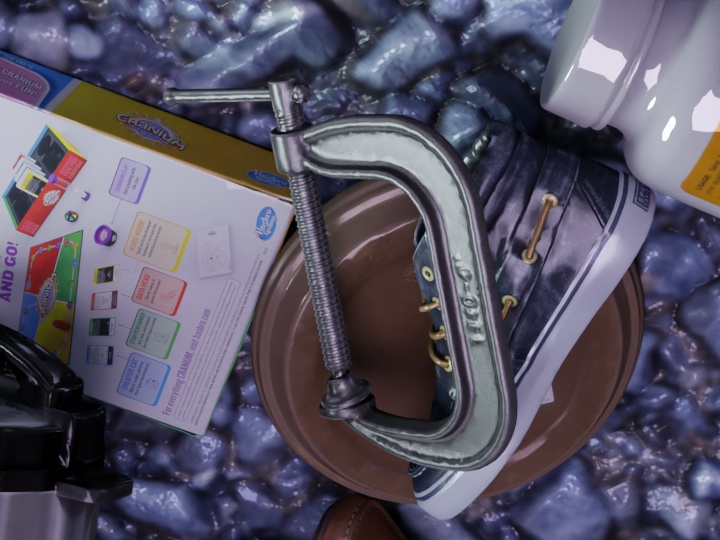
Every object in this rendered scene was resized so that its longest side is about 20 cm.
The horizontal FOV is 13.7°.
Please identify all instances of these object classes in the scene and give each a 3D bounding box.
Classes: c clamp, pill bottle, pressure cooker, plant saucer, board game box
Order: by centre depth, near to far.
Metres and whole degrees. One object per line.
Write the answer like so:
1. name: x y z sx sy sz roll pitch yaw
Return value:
1. pill bottle: 0.189 -0.074 1.379 0.199 0.111 0.111 22 121 -7
2. c clamp: 0.000 0.000 1.407 0.170 0.027 0.201 -5 105 41
3. pressure cooker: -0.214 0.116 1.450 0.175 0.179 0.201 6 99 -22
4. plant saucer: 0.045 0.037 1.487 0.199 0.030 0.201 -4 121 -7
5. board game box: -0.144 -0.017 1.493 0.199 0.040 0.154 21 121 -6

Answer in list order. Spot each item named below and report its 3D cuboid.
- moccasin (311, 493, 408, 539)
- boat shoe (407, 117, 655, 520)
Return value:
1. moccasin: 0.033 0.199 1.574 0.077 0.074 0.202 -2 123 36
2. boat shoe: 0.053 0.021 1.429 0.091 0.071 0.201 26 113 -10
